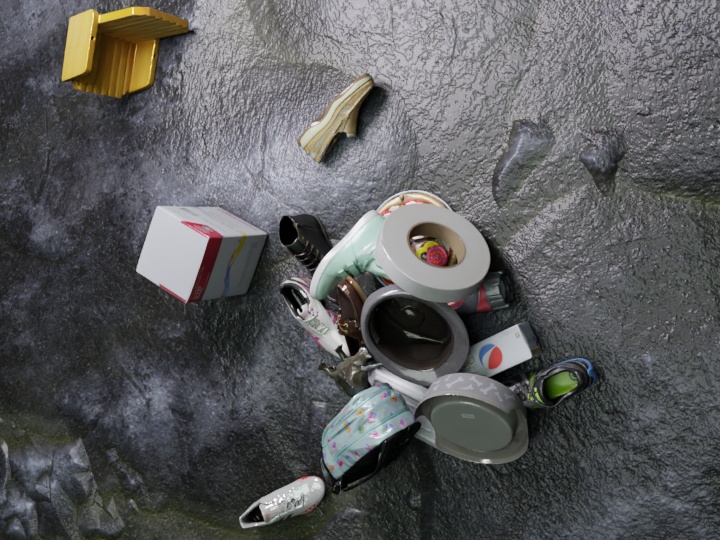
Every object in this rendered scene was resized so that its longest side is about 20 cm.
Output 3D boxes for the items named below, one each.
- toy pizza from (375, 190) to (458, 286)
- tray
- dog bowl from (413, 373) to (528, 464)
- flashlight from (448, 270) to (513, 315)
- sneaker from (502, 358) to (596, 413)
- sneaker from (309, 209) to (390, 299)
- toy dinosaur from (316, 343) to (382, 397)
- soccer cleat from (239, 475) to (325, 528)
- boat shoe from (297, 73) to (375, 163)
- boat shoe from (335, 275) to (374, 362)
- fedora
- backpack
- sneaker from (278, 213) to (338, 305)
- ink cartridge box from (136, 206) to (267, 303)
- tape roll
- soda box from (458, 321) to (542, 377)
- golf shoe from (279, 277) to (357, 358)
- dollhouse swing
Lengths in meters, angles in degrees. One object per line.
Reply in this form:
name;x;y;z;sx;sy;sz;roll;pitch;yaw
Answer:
toy pizza;0.095;-0.049;1.584;0.199;0.032;0.202;1;92;27
tray;0.090;0.260;1.591;0.199;0.022;0.108;24;117;25
dog bowl;0.194;0.251;1.458;0.199;0.059;0.201;13;140;12
flashlight;0.171;0.051;1.532;0.199;0.068;0.068;-12;60;28
sneaker;0.303;0.203;1.457;0.199;0.083;0.071;-27;81;29
sneaker;0.000;0.000;1.562;0.118;0.074;0.201;42;96;18
toy dinosaur;-0.017;0.201;1.561;0.077;0.200;0.102;-37;60;-18
soccer cleat;-0.156;0.470;1.704;0.199;0.085;0.069;-28;79;26
boat shoe;-0.032;-0.287;1.630;0.076;0.072;0.200;48;119;2
boat shoe;-0.009;0.100;1.559;0.070;0.201;0.070;-32;39;-13
fedora;0.099;0.098;1.495;0.199;0.090;0.178;28;118;4
backpack;0.015;0.297;1.536;0.127;0.166;0.200;50;137;14
sneaker;-0.092;-0.017;1.640;0.075;0.106;0.201;-35;76;24
ink cartridge box;-0.314;-0.037;1.704;0.145;0.200;0.145;28;107;24
tape roll;0.125;-0.033;1.465;0.203;0.202;0.037;44;140;19
soda box;0.216;0.161;1.509;0.199;0.068;0.064;-30;78;25
golf shoe;-0.087;0.098;1.652;0.200;0.092;0.073;47;110;16
dollhouse swing;-0.475;-0.448;1.771;0.175;0.200;0.183;14;98;25
